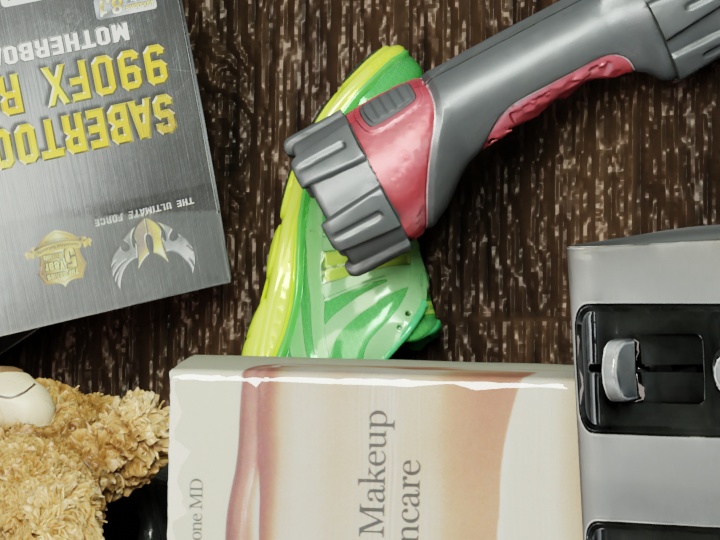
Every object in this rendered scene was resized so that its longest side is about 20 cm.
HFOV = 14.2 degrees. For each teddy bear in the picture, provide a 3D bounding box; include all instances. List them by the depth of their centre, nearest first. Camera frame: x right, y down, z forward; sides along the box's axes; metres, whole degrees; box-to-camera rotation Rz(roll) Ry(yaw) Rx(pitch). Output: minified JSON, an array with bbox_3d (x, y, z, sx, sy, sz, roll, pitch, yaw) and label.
[{"bbox_3d":[-0.145,0.102,1.228,0.145,0.200,0.067,-28,118,29],"label":"teddy bear"}]

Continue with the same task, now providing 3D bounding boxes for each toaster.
[{"bbox_3d":[0.165,0.067,1.125,0.118,0.200,0.182,0,95,32],"label":"toaster"}]

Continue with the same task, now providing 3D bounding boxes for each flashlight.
[{"bbox_3d":[0.069,-0.071,1.219,0.199,0.068,0.068,-27,82,1],"label":"flashlight"}]

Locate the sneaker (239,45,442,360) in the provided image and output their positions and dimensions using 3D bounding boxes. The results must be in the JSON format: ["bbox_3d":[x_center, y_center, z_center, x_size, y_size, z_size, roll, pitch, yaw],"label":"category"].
[{"bbox_3d":[0.000,0.000,1.289,0.083,0.074,0.201,14,91,3],"label":"sneaker"}]

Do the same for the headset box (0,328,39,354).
[{"bbox_3d":[-0.254,0.001,1.379,0.200,0.077,0.149,-34,107,25],"label":"headset box"}]

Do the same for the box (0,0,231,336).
[{"bbox_3d":[-0.169,-0.051,1.287,0.048,0.199,0.159,-163,62,-71],"label":"box"}]

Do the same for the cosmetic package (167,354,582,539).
[{"bbox_3d":[0.022,0.089,1.208,0.199,0.087,0.104,0,92,4],"label":"cosmetic package"}]

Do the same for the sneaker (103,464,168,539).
[{"bbox_3d":[-0.115,0.172,1.322,0.066,0.090,0.201,7,91,30],"label":"sneaker"}]
